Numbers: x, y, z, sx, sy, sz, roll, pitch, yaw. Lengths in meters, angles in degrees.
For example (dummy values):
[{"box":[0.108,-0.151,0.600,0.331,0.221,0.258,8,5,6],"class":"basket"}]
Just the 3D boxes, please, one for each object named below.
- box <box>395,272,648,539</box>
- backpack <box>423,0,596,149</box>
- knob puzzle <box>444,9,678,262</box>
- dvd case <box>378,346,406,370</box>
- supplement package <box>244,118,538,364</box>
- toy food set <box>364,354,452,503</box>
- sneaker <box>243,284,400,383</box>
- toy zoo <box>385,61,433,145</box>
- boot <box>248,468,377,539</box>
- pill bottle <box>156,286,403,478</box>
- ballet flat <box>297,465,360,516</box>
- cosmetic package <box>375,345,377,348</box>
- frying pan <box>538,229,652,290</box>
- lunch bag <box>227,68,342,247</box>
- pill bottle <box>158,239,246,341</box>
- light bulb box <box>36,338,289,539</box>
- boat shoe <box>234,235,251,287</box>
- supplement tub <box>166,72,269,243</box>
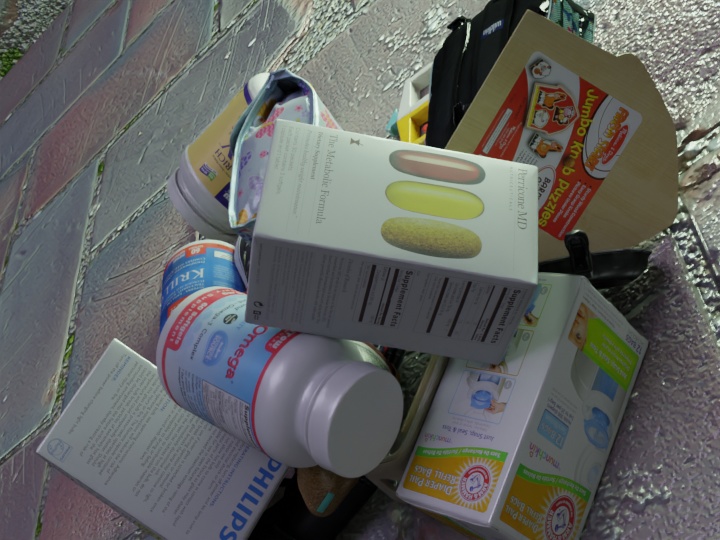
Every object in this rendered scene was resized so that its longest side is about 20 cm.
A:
[{"box":[0.129,0.115,0.827,0.101,0.112,0.202,5,64,48],"class":"box"},{"box":[0.147,-0.159,1.018,0.177,0.150,0.202,-31,31,42],"class":"backpack"},{"box":[0.181,-0.095,0.902,0.220,0.220,0.030,-45,3,15],"class":"knob puzzle"},{"box":[0.042,0.032,0.999,0.201,0.022,0.147,109,178,-63],"class":"dvd case"},{"box":[0.022,-0.019,0.776,0.110,0.197,0.115,104,174,-54],"class":"supplement package"},{"box":[0.060,0.093,0.903,0.060,0.144,0.202,16,72,25],"class":"toy food set"},{"box":[-0.043,0.067,0.945,0.200,0.082,0.078,42,112,39],"class":"sneaker"},{"box":[0.108,-0.211,1.239,0.199,0.020,0.132,-32,39,33],"class":"toy zoo"},{"box":[-0.038,0.244,0.975,0.163,0.073,0.199,-50,28,8],"class":"boot"},{"box":[-0.065,0.088,0.832,0.199,0.109,0.110,18,75,41],"class":"pill bottle"},{"box":[-0.032,0.149,0.930,0.200,0.067,0.073,-102,31,-68],"class":"ballet flat"},{"box":[0.000,0.000,1.013,0.201,0.081,0.051,105,180,-53],"class":"cosmetic package"},{"box":[0.191,-0.006,0.838,0.190,0.113,0.031,133,130,-79],"class":"frying pan"},{"box":[-0.055,-0.090,1.118,0.126,0.170,0.202,-16,53,22],"class":"lunch bag"},{"box":[-0.171,0.065,1.186,0.112,0.112,0.201,-41,31,20],"class":"pill bottle"},{"box":[-0.189,0.185,1.012,0.126,0.199,0.198,-57,4,-17],"class":"light bulb box"},{"box":[-0.102,-0.002,1.168,0.201,0.069,0.067,-96,21,-50],"class":"boat shoe"},{"box":[-0.149,-0.146,1.401,0.200,0.145,0.146,-43,34,19],"class":"supplement tub"}]
